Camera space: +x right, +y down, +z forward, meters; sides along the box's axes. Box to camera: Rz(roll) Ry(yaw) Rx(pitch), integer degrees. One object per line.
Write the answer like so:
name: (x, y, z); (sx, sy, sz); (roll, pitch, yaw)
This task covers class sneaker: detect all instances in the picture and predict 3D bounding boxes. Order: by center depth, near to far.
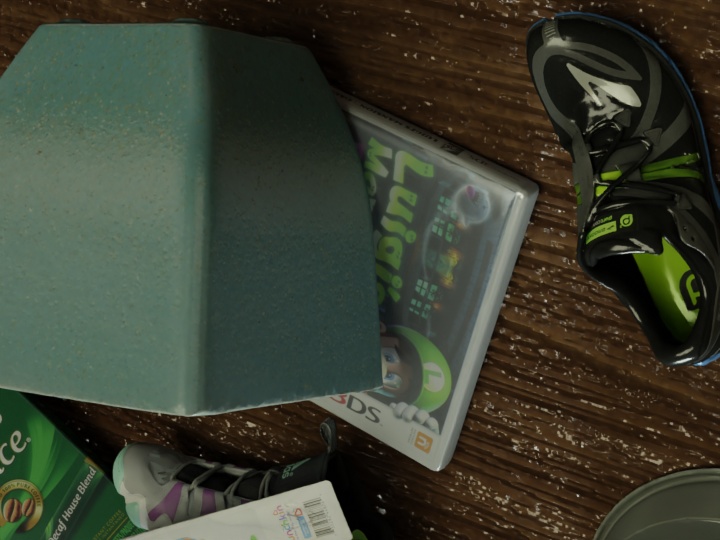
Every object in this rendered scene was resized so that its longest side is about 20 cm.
sneaker: (0.143, -0.042, 0.800); (0.071, 0.083, 0.201); (-21, 96, 35)
sneaker: (-0.060, 0.141, 1.010); (0.199, 0.078, 0.140); (33, 121, 6)

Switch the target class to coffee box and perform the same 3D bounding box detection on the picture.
coffee box: (-0.249, 0.161, 1.110); (0.200, 0.044, 0.123); (43, 88, 10)

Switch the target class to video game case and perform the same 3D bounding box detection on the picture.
video game case: (0.000, 0.000, 0.943); (0.181, 0.023, 0.201); (27, 121, 20)

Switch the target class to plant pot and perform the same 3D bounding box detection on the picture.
plant pot: (-0.110, -0.036, 0.871); (0.195, 0.195, 0.201); (5, 94, 30)

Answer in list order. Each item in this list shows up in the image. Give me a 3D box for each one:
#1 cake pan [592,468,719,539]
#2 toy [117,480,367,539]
cake pan: (0.214, 0.212, 0.884); (0.199, 0.037, 0.202); (12, 114, 28)
toy: (-0.080, 0.199, 0.973); (0.199, 0.047, 0.116); (-17, 102, 24)
